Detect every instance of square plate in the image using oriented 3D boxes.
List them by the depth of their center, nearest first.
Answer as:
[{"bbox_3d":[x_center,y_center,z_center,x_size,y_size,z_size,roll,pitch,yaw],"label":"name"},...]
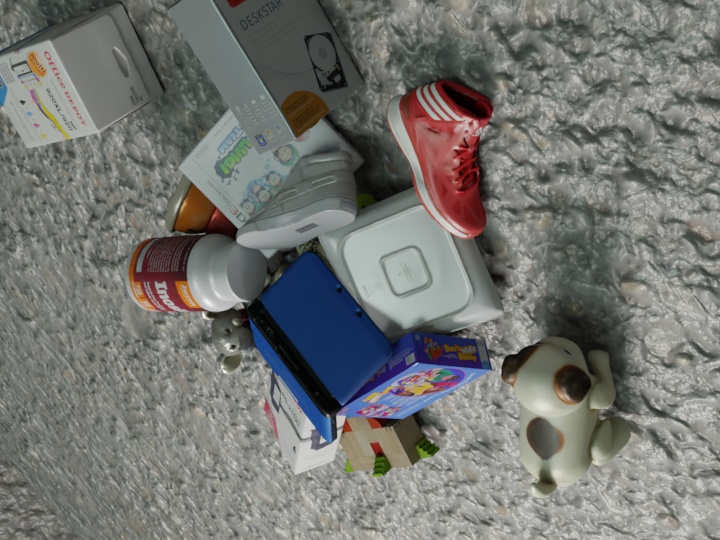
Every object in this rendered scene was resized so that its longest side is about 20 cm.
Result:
[{"bbox_3d":[0.062,0.002,1.150,0.197,0.028,0.201,-21,96,17],"label":"square plate"}]

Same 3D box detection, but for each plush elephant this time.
[{"bbox_3d":[-0.166,0.081,1.372,0.200,0.155,0.165,15,137,53],"label":"plush elephant"}]

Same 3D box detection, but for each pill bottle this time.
[{"bbox_3d":[-0.240,0.004,1.281,0.199,0.113,0.113,-2,123,35],"label":"pill bottle"}]

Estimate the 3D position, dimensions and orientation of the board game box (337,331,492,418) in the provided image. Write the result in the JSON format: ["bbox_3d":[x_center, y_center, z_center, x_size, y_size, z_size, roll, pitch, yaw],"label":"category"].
[{"bbox_3d":[0.064,0.150,1.214,0.200,0.134,0.045,-38,53,43],"label":"board game box"}]

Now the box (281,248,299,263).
[{"bbox_3d":[-0.036,0.049,1.367,0.110,0.035,0.201,-1,124,41],"label":"box"}]

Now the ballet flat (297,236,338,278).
[{"bbox_3d":[0.000,0.000,1.210,0.200,0.068,0.075,45,142,2],"label":"ballet flat"}]

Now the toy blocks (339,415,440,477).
[{"bbox_3d":[0.022,0.263,1.479,0.200,0.100,0.137,-20,99,48],"label":"toy blocks"}]

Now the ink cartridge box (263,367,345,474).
[{"bbox_3d":[-0.094,0.227,1.493,0.145,0.084,0.200,58,151,33],"label":"ink cartridge box"}]

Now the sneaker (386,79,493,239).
[{"bbox_3d":[0.119,-0.133,1.045,0.115,0.078,0.200,-15,115,48],"label":"sneaker"}]

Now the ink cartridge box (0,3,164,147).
[{"bbox_3d":[-0.431,-0.289,1.310,0.199,0.145,0.148,-2,123,40],"label":"ink cartridge box"}]

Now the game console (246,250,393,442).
[{"bbox_3d":[-0.056,0.107,1.212,0.200,0.118,0.171,50,161,25],"label":"game console"}]

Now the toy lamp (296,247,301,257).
[{"bbox_3d":[-0.094,-0.082,1.259,0.058,0.058,0.201,2,109,39],"label":"toy lamp"}]

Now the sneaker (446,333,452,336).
[{"bbox_3d":[0.071,0.086,1.287,0.115,0.081,0.200,-21,117,44],"label":"sneaker"}]

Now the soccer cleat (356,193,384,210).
[{"bbox_3d":[0.046,-0.017,1.217,0.200,0.065,0.084,50,138,-10],"label":"soccer cleat"}]

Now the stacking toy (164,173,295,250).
[{"bbox_3d":[-0.180,-0.086,1.319,0.199,0.146,0.146,27,140,-5],"label":"stacking toy"}]

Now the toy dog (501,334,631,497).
[{"bbox_3d":[0.245,0.171,1.128,0.139,0.194,0.201,23,144,40],"label":"toy dog"}]

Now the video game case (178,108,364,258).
[{"bbox_3d":[-0.124,-0.147,1.202,0.182,0.024,0.200,45,109,-3],"label":"video game case"}]

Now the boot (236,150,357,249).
[{"bbox_3d":[-0.084,-0.094,1.169,0.199,0.096,0.073,-15,154,34],"label":"boot"}]

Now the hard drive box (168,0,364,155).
[{"bbox_3d":[-0.109,-0.267,1.053,0.077,0.156,0.200,-14,116,45],"label":"hard drive box"}]
